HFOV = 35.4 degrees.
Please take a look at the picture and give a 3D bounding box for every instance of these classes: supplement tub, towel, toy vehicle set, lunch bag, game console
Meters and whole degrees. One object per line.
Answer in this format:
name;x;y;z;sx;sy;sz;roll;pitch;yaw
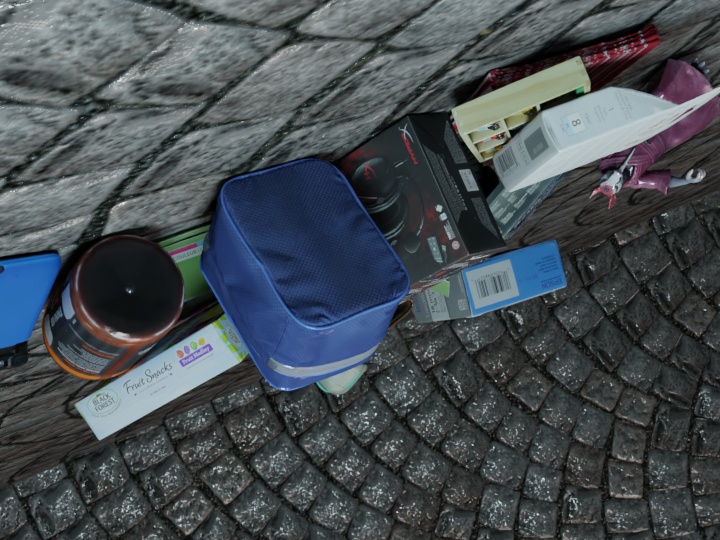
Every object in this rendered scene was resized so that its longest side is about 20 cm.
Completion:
supplement tub;-0.247;0.045;1.094;0.107;0.107;0.200;-19;171;-32
towel;0.184;-0.186;1.118;0.200;0.023;0.145;-19;173;-19
toy vehicle set;0.161;-0.153;1.102;0.124;0.027;0.200;-22;174;10
lunch bag;-0.063;0.002;1.050;0.136;0.200;0.132;-17;152;-30
game console;-0.388;0.041;0.981;0.171;0.118;0.200;9;-168;33

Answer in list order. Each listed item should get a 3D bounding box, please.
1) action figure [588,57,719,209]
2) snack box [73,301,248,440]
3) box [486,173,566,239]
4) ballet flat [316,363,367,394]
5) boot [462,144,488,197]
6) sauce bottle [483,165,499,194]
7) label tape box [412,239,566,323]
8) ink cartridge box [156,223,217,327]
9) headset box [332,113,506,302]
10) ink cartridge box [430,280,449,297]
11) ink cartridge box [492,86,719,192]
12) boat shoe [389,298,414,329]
action figure;0.328;-0.159;1.325;0.200;0.134;0.149;-47;-160;-6
snack box;-0.185;0.089;1.185;0.200;0.053;0.142;-30;-172;25
box;0.197;-0.102;1.298;0.200;0.046;0.159;-50;173;14
ballet flat;-0.052;0.041;1.234;0.064;0.200;0.067;-43;154;25
boot;0.063;-0.096;1.283;0.131;0.068;0.200;-13;178;24
sauce bottle;0.075;-0.080;1.366;0.200;0.065;0.065;-22;172;-21
label tape box;0.140;0.018;1.419;0.144;0.063;0.200;-16;-179;-26
ink cartridge box;-0.189;0.012;1.212;0.104;0.059;0.200;-20;172;-23
headset box;0.024;-0.045;1.128;0.200;0.149;0.075;-29;169;37
ink cartridge box;0.000;0.000;1.274;0.048;0.200;0.146;-64;173;-5
ink cartridge box;0.246;-0.147;1.117;0.200;0.047;0.160;-23;174;-13
boat shoe;-0.014;0.072;1.326;0.072;0.072;0.200;18;-147;39
